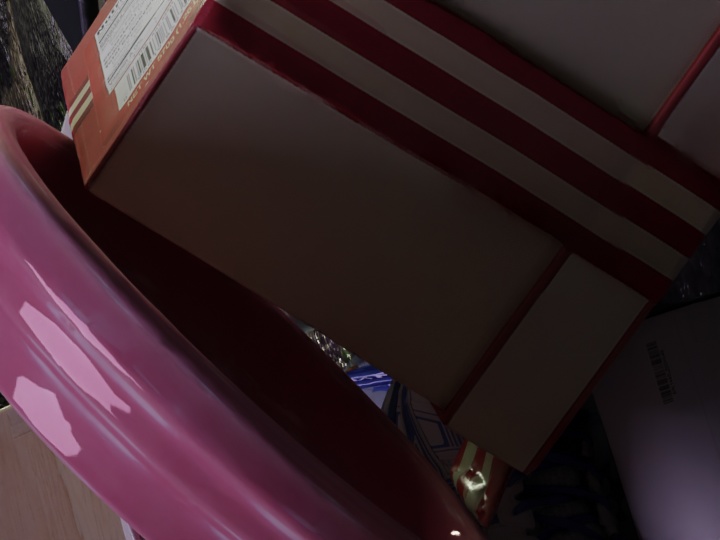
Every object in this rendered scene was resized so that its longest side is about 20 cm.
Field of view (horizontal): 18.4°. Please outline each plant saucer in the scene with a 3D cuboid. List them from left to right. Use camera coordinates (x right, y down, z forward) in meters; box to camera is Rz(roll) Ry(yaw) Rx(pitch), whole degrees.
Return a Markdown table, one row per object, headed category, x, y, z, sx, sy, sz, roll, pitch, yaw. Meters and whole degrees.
| category | x | y | z | sx | sy | sz | roll | pitch | yaw |
| --- | --- | --- | --- | --- | --- | --- | --- | --- | --- |
| plant saucer | -0.046 | 0.037 | 0.640 | 0.200 | 0.051 | 0.201 | 43 | -175 | -5 |

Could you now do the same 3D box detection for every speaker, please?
| category | x | y | z | sx | sy | sz | roll | pitch | yaw |
| --- | --- | --- | --- | --- | --- | --- | --- | --- | --- |
| speaker | 0.139 | 0.109 | 0.734 | 0.081 | 0.081 | 0.200 | 130 | 125 | -71 |

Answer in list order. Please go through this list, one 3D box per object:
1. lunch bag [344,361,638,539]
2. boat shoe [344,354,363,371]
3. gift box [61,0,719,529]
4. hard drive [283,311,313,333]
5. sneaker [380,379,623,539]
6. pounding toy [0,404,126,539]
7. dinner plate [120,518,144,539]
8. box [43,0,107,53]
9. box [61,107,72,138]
| category | x | y | z | sx | sy | sz | roll | pitch | yaw |
| --- | --- | --- | --- | --- | --- | --- | --- | --- | --- |
| lunch bag | 0.056 | 0.125 | 0.920 | 0.160 | 0.076 | 0.200 | -12 | 95 | 43 |
| boat shoe | 0.031 | 0.100 | 1.076 | 0.066 | 0.074 | 0.200 | -44 | 45 | 19 |
| gift box | 0.026 | -0.050 | 0.686 | 0.185 | 0.187 | 0.200 | -54 | 19 | 13 |
| hard drive | 0.000 | 0.000 | 0.904 | 0.025 | 0.200 | 0.132 | 66 | 164 | 3 |
| sneaker | 0.050 | 0.075 | 0.766 | 0.200 | 0.075 | 0.088 | -134 | 52 | -60 |
| pounding toy | -0.089 | 0.173 | 0.848 | 0.200 | 0.142 | 0.184 | 57 | -169 | -58 |
| dinner plate | -0.035 | 0.106 | 0.755 | 0.200 | 0.024 | 0.200 | 55 | -167 | -19 |
| box | -0.031 | -0.155 | 0.864 | 0.141 | 0.200 | 0.079 | -127 | 28 | -54 |
| box | -0.016 | -0.057 | 0.905 | 0.082 | 0.200 | 0.068 | 64 | 161 | 11 |
